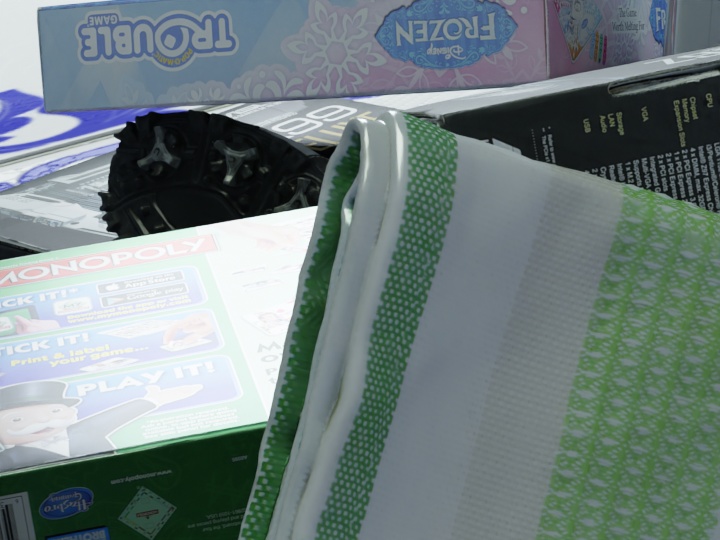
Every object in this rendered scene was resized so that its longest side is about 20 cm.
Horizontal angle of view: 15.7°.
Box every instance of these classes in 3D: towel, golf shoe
[{"bbox_3d":[0.073,0.065,0.515,0.199,0.150,0.031,17,-8,-16],"label":"towel"},{"bbox_3d":[0.000,0.000,0.946,0.199,0.078,0.094,25,9,18],"label":"golf shoe"}]

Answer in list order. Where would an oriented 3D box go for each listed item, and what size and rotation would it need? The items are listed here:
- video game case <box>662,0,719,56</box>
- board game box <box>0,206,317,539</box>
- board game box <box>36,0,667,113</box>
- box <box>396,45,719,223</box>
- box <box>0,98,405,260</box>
[{"bbox_3d":[0.107,-0.043,0.850,0.023,0.202,0.182,3,19,6],"label":"video game case"},{"bbox_3d":[-0.013,0.020,0.640,0.198,0.029,0.135,-10,21,-7],"label":"board game box"},{"bbox_3d":[0.014,-0.088,0.985,0.199,0.044,0.199,-1,6,25],"label":"board game box"},{"bbox_3d":[0.102,0.049,0.569,0.159,0.202,0.044,-13,7,-13],"label":"box"},{"bbox_3d":[-0.051,-0.018,1.074,0.199,0.050,0.157,-23,24,-36],"label":"box"}]
